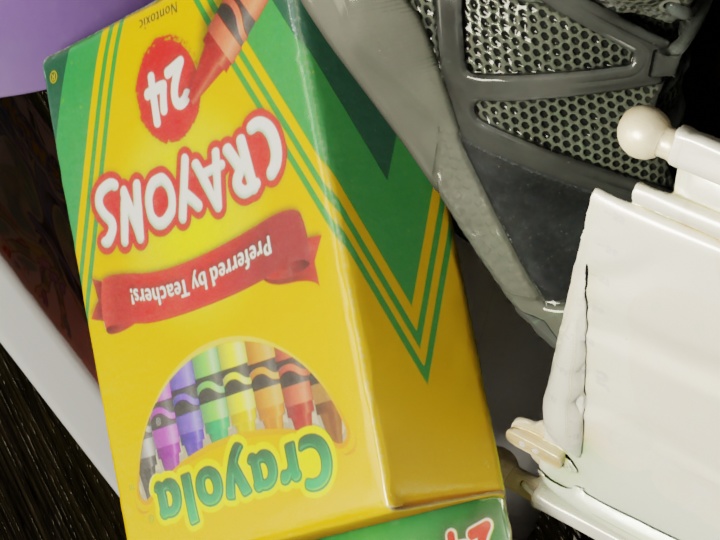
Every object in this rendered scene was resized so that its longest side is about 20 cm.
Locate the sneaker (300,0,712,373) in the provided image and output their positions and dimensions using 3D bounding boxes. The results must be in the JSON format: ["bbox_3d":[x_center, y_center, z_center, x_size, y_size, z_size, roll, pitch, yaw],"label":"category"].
[{"bbox_3d":[0.076,-0.049,0.768,0.200,0.114,0.076,54,-154,-17],"label":"sneaker"}]

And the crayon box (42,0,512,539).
[{"bbox_3d":[-0.026,0.014,0.824,0.127,0.051,0.201,-21,78,46],"label":"crayon box"}]

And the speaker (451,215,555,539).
[{"bbox_3d":[0.040,0.021,0.927,0.200,0.081,0.081,101,148,-53],"label":"speaker"}]

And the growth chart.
[{"bbox_3d":[0.109,0.039,0.726,0.144,0.018,0.200,29,146,11],"label":"growth chart"}]

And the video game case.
[{"bbox_3d":[-0.127,-0.022,1.009,0.200,0.022,0.183,57,-172,-31],"label":"video game case"}]

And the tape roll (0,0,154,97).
[{"bbox_3d":[-0.139,-0.139,0.944,0.200,0.199,0.085,-131,32,-54],"label":"tape roll"}]
